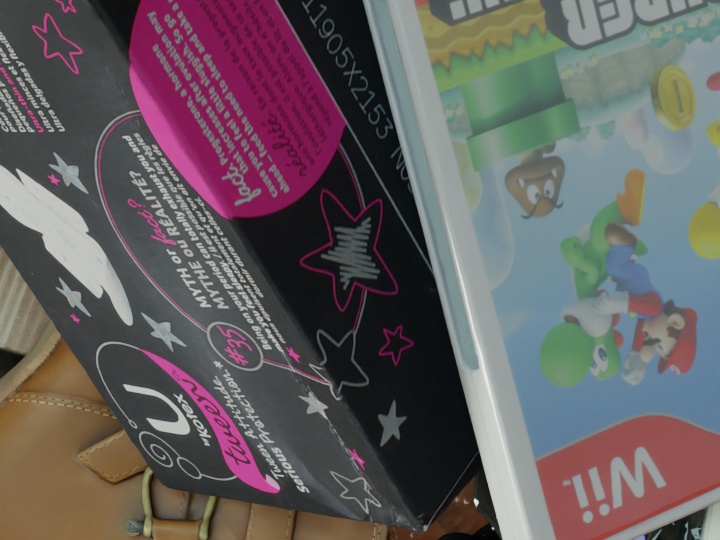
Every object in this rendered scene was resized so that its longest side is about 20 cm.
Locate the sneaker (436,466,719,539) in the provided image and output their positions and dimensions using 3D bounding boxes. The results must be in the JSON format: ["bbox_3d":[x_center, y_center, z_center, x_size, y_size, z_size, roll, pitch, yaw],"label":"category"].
[{"bbox_3d":[0.052,0.117,0.786,0.099,0.070,0.201,12,127,7],"label":"sneaker"}]

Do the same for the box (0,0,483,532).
[{"bbox_3d":[-0.028,-0.055,0.712,0.114,0.201,0.132,5,44,49],"label":"box"}]

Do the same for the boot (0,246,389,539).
[{"bbox_3d":[-0.070,0.088,0.802,0.154,0.077,0.201,17,72,4],"label":"boot"}]

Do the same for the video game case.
[{"bbox_3d":[0.074,-0.044,0.686,0.142,0.017,0.201,-21,103,-25],"label":"video game case"}]
